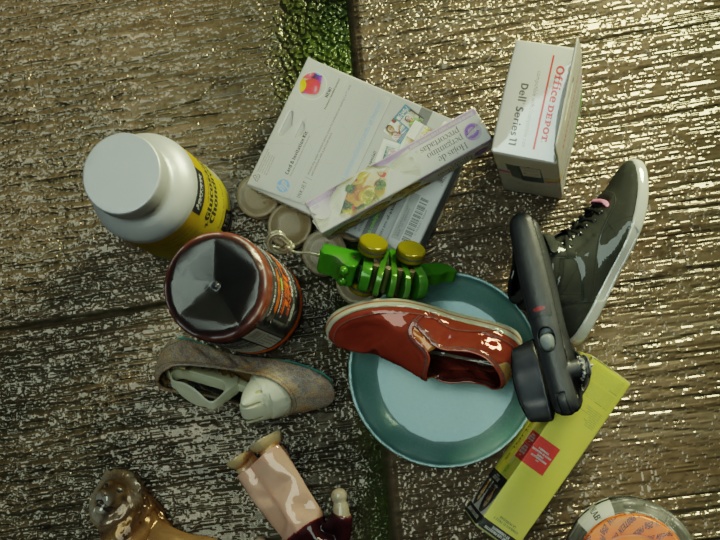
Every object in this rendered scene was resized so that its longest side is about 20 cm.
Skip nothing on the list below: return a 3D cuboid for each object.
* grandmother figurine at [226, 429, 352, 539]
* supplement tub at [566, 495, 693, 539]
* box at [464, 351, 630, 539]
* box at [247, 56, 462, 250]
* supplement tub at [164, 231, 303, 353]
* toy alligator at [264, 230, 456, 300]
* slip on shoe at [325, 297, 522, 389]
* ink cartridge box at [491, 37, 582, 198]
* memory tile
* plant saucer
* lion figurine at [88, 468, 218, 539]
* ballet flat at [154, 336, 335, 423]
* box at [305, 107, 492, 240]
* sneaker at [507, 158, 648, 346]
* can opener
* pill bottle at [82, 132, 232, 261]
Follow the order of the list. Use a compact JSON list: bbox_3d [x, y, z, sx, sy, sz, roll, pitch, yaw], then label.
[{"bbox_3d":[-0.055,0.265,1.267,0.121,0.060,0.201,-39,78,31],"label":"grandmother figurine"},{"bbox_3d":[0.247,0.270,1.133,0.122,0.200,0.123,-2,80,10],"label":"supplement tub"},{"bbox_3d":[0.184,0.177,1.221,0.050,0.075,0.200,36,90,-4],"label":"box"},{"bbox_3d":[0.001,-0.116,1.306,0.199,0.041,0.157,24,86,12],"label":"box"},{"bbox_3d":[-0.119,0.028,1.240,0.106,0.200,0.108,-1,82,10],"label":"supplement tub"},{"bbox_3d":[0.000,0.000,1.235,0.199,0.054,0.060,10,123,-7],"label":"toy alligator"},{"bbox_3d":[0.060,0.075,1.224,0.199,0.074,0.061,11,49,9],"label":"slip on shoe"},{"bbox_3d":[0.176,-0.151,1.214,0.067,0.200,0.118,11,83,12],"label":"ink cartridge box"},{"bbox_3d":[-0.024,-0.071,1.333,0.200,0.017,0.153,40,90,13],"label":"memory tile"},{"bbox_3d":[0.088,0.103,1.274,0.199,0.036,0.201,-2,81,10],"label":"plant saucer"},{"bbox_3d":[-0.200,0.295,1.287,0.199,0.073,0.123,23,72,-1],"label":"lion figurine"},{"bbox_3d":[-0.127,0.125,1.290,0.199,0.068,0.067,10,39,18],"label":"ballet flat"},{"bbox_3d":[0.040,-0.097,1.255,0.199,0.041,0.039,-29,79,5],"label":"box"},{"bbox_3d":[0.216,-0.033,1.240,0.099,0.071,0.201,24,89,-13],"label":"sneaker"},{"bbox_3d":[0.173,0.042,1.170,0.078,0.063,0.201,-10,84,10],"label":"can opener"},{"bbox_3d":[-0.211,-0.077,1.274,0.111,0.200,0.113,-2,81,10],"label":"pill bottle"}]
